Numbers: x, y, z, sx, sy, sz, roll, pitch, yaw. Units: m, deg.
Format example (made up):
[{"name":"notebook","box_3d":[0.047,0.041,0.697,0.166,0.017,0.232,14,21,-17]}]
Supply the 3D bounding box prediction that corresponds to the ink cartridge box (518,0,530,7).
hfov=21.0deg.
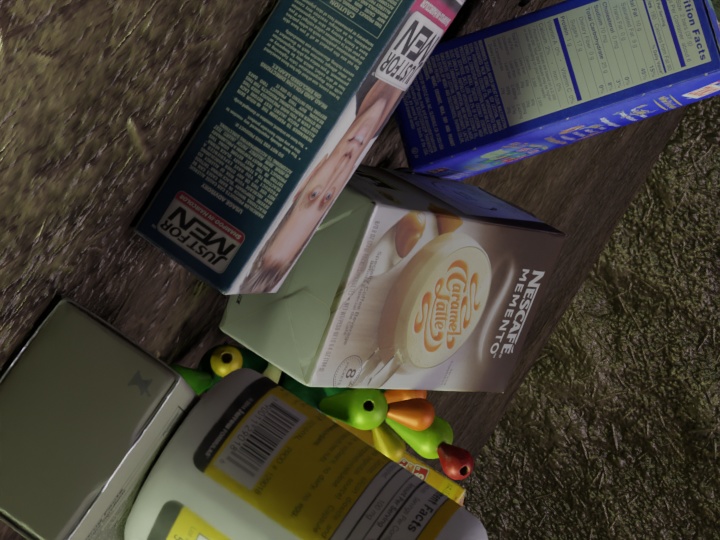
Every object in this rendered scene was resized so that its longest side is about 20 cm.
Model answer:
[{"name":"ink cartridge box","box_3d":[0.143,-0.277,1.182,0.200,0.041,0.200,-54,170,-9]}]

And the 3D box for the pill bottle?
[{"name":"pill bottle","box_3d":[-0.007,0.145,0.954,0.111,0.200,0.111,-54,170,-14]}]

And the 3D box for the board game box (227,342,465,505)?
[{"name":"board game box","box_3d":[-0.007,0.119,1.282,0.030,0.200,0.096,-54,170,-13]}]

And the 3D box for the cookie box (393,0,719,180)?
[{"name":"cookie box","box_3d":[0.131,-0.122,1.225,0.199,0.076,0.171,-17,177,12]}]

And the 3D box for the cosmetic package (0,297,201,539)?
[{"name":"cosmetic package","box_3d":[-0.131,0.090,0.976,0.105,0.071,0.200,-55,170,-10]}]

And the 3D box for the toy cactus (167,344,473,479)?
[{"name":"toy cactus","box_3d":[-0.039,0.078,1.194,0.165,0.199,0.103,-115,-148,-57]}]

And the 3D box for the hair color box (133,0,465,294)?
[{"name":"hair color box","box_3d":[-0.023,-0.086,0.960,0.200,0.060,0.100,-56,170,7]}]

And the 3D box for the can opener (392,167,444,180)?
[{"name":"can opener","box_3d":[0.000,0.000,1.332,0.200,0.063,0.079,-49,169,-35]}]

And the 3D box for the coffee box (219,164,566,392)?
[{"name":"coffee box","box_3d":[0.024,0.004,1.157,0.200,0.080,0.115,5,110,-52]}]

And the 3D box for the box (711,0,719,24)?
[{"name":"box","box_3d":[0.270,-0.259,1.382,0.086,0.200,0.164,-40,161,-53]}]
